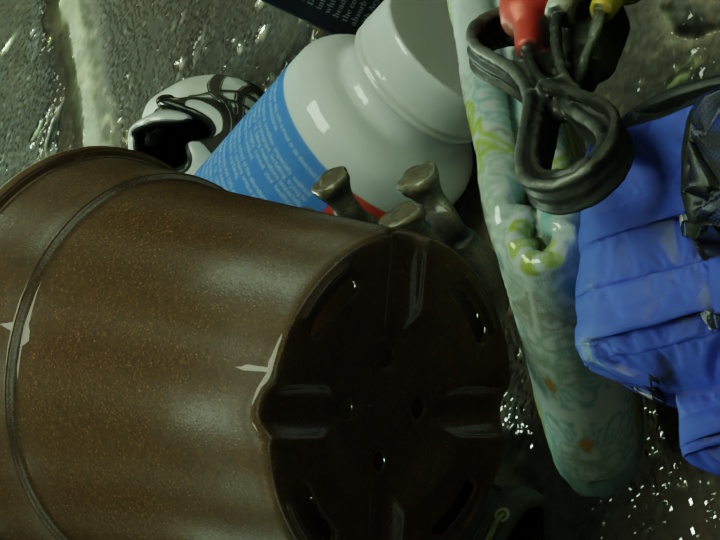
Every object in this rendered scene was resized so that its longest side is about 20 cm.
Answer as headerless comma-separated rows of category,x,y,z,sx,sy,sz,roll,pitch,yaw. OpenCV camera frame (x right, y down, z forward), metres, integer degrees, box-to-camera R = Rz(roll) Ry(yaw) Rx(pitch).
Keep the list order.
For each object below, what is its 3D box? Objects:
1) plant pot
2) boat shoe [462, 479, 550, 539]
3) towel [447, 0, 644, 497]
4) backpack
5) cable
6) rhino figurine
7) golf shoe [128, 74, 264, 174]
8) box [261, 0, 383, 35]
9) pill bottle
plant pot,-0.054,0.052,1.272,0.198,0.200,0.201,7,77,44
boat shoe,0.043,0.192,1.299,0.060,0.072,0.203,2,80,39
towel,0.081,-0.024,1.295,0.048,0.172,0.201,-15,49,8
backpack,0.174,0.003,1.128,0.200,0.162,0.169,-7,71,54
cable,0.073,-0.086,1.165,0.097,0.051,0.200,-14,26,22
rhino figurine,0.000,0.000,1.382,0.060,0.088,0.200,-42,21,-24
golf shoe,-0.096,-0.078,1.666,0.200,0.094,0.078,33,100,60
box,-0.049,-0.207,1.570,0.107,0.199,0.148,-62,31,8
pill bottle,-0.013,-0.050,1.499,0.200,0.112,0.113,-47,36,32
